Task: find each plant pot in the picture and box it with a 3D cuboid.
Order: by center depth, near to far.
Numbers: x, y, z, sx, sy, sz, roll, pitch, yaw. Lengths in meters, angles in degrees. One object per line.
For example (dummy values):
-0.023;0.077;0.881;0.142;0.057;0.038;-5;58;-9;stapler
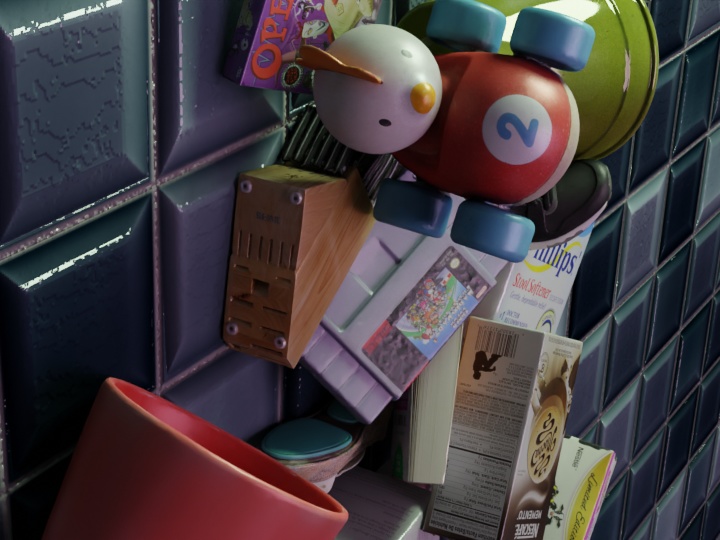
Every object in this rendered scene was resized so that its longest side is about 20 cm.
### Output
-0.134;0.196;1.021;0.178;0.200;0.200;-60;152;-4;plant pot
0.128;-0.180;1.324;0.193;0.200;0.201;-16;119;-45;plant pot

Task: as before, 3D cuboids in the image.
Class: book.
0.057;0.089;1.351;0.134;0.048;0.201;146;-52;-81;book

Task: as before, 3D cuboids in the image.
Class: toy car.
0.043;-0.124;1.097;0.200;0.177;0.185;15;93;-43;toy car

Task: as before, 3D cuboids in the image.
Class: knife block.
-0.030;-0.038;1.210;0.175;0.064;0.201;-18;119;-57;knife block

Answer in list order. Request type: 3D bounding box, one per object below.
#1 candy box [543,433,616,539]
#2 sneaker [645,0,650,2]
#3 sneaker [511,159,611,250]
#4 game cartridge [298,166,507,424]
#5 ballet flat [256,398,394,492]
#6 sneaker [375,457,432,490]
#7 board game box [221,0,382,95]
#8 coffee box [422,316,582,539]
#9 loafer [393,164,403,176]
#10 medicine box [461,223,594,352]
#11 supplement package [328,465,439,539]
0.147;0.219;1.527;0.061;0.199;0.137;49;60;-71;candy box
0.257;-0.347;1.518;0.080;0.129;0.200;-55;147;-33;sneaker
0.126;-0.060;1.345;0.088;0.199;0.076;41;36;-59;sneaker
0.028;0.016;1.254;0.200;0.130;0.038;-49;-169;-15;game cartridge
-0.028;0.159;1.321;0.200;0.068;0.067;-24;128;-55;ballet flat
0.101;0.204;1.461;0.200;0.105;0.075;-32;159;-8;sneaker
-0.024;-0.228;1.096;0.120;0.032;0.201;2;113;-43;board game box
0.133;0.152;1.363;0.113;0.080;0.201;15;87;-63;coffee box
0.011;-0.002;1.293;0.072;0.063;0.201;27;79;-63;loafer
0.135;0.006;1.496;0.182;0.103;0.201;17;93;-63;medicine box
-0.024;0.283;1.336;0.200;0.117;0.118;-41;138;-47;supplement package
